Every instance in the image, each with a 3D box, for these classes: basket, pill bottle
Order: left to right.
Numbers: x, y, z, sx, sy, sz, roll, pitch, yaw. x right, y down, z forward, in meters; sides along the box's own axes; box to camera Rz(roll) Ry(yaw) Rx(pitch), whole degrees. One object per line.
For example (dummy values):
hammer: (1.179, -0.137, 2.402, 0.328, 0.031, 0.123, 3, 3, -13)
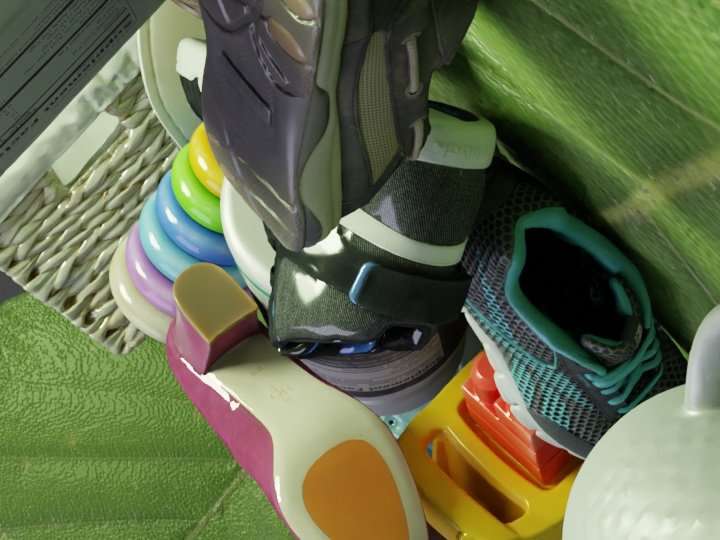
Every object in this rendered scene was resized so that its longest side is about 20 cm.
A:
basket: (-0.166, -0.087, 1.227, 0.161, 0.198, 0.200, 41, -174, -29)
pill bottle: (0.000, 0.000, 0.962, 0.113, 0.113, 0.200, 42, 169, 20)

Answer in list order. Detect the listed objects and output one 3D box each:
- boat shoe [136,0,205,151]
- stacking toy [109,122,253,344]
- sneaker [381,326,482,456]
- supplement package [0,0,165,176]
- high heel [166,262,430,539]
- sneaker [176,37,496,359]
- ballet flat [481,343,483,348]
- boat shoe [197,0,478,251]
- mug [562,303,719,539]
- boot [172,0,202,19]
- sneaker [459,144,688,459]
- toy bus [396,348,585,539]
boat shoe: (-0.084, -0.099, 1.064, 0.060, 0.072, 0.202, 56, 169, 53)
stacking toy: (-0.067, -0.049, 0.998, 0.085, 0.085, 0.200, 42, 132, 13)
sneaker: (0.028, 0.064, 1.131, 0.074, 0.082, 0.201, 24, 138, 60)
supplement package: (-0.145, -0.155, 0.585, 0.200, 0.156, 0.111, 43, 177, 5)
high heel: (-0.032, 0.091, 0.908, 0.200, 0.067, 0.096, 47, 160, 20)
sneaker: (-0.028, -0.026, 0.749, 0.073, 0.113, 0.200, 5, -168, -32)
ballet flat: (0.091, 0.044, 1.171, 0.200, 0.067, 0.064, 38, 146, 55)
boat shoe: (-0.008, -0.086, 0.566, 0.075, 0.073, 0.200, 51, 158, 20)
mug: (0.145, 0.098, 0.601, 0.175, 0.147, 0.201, -130, 27, -52)
boot: (-0.083, -0.146, 0.736, 0.186, 0.064, 0.200, 31, -174, -26)
sneaker: (0.092, 0.027, 0.775, 0.200, 0.078, 0.091, 44, 173, -30)
toy bus: (0.077, 0.106, 0.916, 0.136, 0.200, 0.192, 42, 168, 31)
